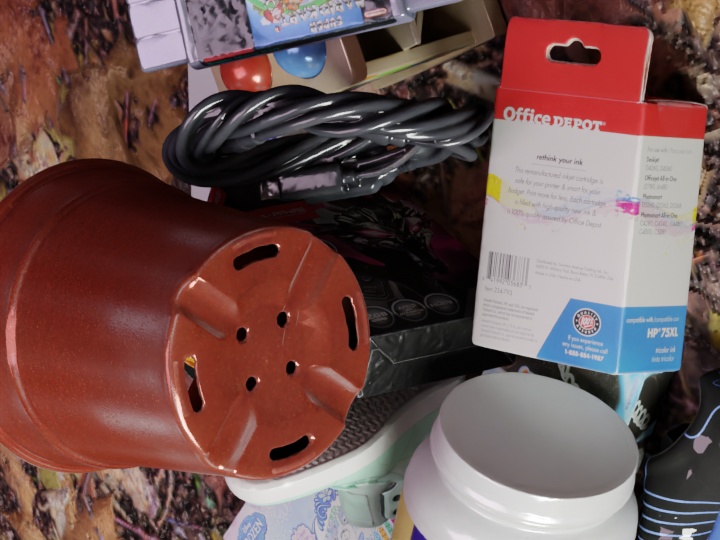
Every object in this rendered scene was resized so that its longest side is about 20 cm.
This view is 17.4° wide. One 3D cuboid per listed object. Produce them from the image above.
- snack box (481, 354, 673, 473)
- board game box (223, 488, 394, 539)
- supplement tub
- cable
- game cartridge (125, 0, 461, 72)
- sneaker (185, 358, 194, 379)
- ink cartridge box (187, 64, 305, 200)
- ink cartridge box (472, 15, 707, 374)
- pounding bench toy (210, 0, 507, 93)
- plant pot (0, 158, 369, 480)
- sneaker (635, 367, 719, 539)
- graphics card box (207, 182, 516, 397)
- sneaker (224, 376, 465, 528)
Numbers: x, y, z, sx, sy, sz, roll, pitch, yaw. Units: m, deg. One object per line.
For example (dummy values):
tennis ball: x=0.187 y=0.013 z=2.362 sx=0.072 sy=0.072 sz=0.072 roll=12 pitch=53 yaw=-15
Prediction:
snack box: x=0.125 y=0.108 z=1.514 sx=0.116 sy=0.037 sz=0.200 roll=38 pitch=130 yaw=32
board game box: x=0.006 y=0.206 z=1.676 sx=0.199 sy=0.043 sz=0.200 roll=51 pitch=136 yaw=19
supplement tub: x=0.088 y=0.179 z=1.444 sx=0.145 sy=0.145 sz=0.200 roll=35 pitch=130 yaw=32
cable: x=-0.016 y=-0.084 z=1.402 sx=0.200 sy=0.163 sz=0.051 roll=-7 pitch=76 yaw=27
game cartridge: x=-0.047 y=-0.194 z=1.366 sx=0.199 sy=0.038 sz=0.130 roll=-12 pitch=89 yaw=16
sneaker: x=-0.119 y=0.032 z=1.681 sx=0.078 sy=0.077 sz=0.200 roll=37 pitch=154 yaw=16
ink cartridge box: x=-0.077 y=-0.106 z=1.641 sx=0.099 sy=0.039 sz=0.201 roll=21 pitch=119 yaw=40
ink cartridge box: x=0.137 y=-0.046 z=1.395 sx=0.116 sy=0.067 sz=0.201 roll=11 pitch=98 yaw=43
pounding bench toy: x=-0.033 y=-0.207 z=1.464 sx=0.124 sy=0.156 sz=0.200 roll=-19 pitch=91 yaw=49
plant pot: x=-0.109 y=0.037 z=1.412 sx=0.195 sy=0.200 sz=0.201 roll=8 pitch=111 yaw=50
sneaker: x=0.201 y=0.148 z=1.432 sx=0.078 sy=0.070 sz=0.200 roll=48 pitch=128 yaw=27
graphics card box: x=0.000 y=0.000 z=1.509 sx=0.200 sy=0.125 sz=0.051 roll=46 pitch=134 yaw=42
sneaker: x=-0.009 y=0.135 z=1.519 sx=0.074 sy=0.200 sz=0.118 roll=31 pitch=129 yaw=34
